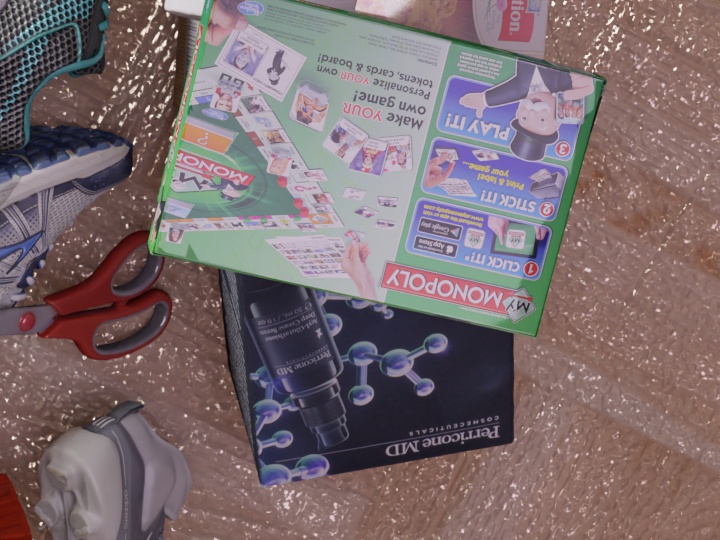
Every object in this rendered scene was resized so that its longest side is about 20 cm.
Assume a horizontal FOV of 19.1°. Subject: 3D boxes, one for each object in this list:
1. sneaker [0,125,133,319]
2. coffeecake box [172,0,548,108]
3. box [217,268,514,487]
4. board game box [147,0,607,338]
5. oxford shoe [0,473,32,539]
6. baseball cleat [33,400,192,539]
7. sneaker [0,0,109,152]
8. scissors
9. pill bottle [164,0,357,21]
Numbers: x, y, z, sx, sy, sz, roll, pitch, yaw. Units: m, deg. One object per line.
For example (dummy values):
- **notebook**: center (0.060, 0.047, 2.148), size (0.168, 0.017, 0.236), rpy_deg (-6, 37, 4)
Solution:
- **sneaker**: center (-0.205, -0.016, 1.155), size (0.199, 0.077, 0.086), rpy_deg (-29, 121, -31)
- **coffeecake box**: center (0.002, -0.160, 1.195), size (0.199, 0.073, 0.155), rpy_deg (1, 99, -15)
- **box**: center (0.000, 0.000, 1.163), size (0.147, 0.107, 0.201), rpy_deg (-10, 128, -8)
- **board game box**: center (0.008, -0.053, 1.048), size (0.199, 0.029, 0.135), rpy_deg (13, 100, -13)
- **oxford shoe**: center (-0.248, 0.091, 1.177), size (0.071, 0.072, 0.201), rpy_deg (-13, 84, -55)
- **baseball cleat**: center (-0.135, 0.169, 1.221), size (0.106, 0.069, 0.201), rpy_deg (-32, 137, -45)
- **sneaker**: center (-0.163, -0.147, 1.150), size (0.091, 0.078, 0.200), rpy_deg (43, 81, -21)
- **scissors**: center (-0.172, 0.032, 1.153), size (0.200, 0.014, 0.074), rpy_deg (-24, 130, -46)
- **pill bottle**: center (-0.032, -0.219, 1.079), size (0.113, 0.114, 0.201), rpy_deg (11, 94, -16)
